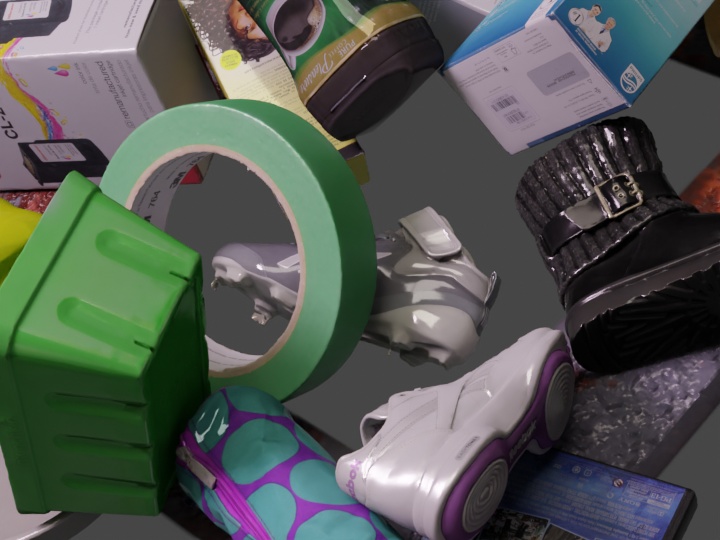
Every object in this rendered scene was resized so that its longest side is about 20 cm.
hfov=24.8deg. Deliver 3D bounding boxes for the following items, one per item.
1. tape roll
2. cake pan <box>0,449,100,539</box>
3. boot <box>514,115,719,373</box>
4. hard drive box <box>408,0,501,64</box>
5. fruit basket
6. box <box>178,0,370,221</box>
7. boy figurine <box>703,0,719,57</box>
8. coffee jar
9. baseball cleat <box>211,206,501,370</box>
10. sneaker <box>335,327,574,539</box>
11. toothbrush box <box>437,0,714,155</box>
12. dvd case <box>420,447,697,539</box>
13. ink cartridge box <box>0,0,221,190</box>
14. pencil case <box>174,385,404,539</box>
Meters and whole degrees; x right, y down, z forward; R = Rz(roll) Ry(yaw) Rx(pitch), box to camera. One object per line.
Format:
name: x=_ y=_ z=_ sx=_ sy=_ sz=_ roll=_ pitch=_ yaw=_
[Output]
tape roll: x=-0.085 y=-0.009 z=1.063 sx=0.199 sy=0.203 sz=0.048 roll=11 pitch=13 yaw=29
cake pan: x=-0.232 y=0.115 z=1.108 sx=0.198 sy=0.037 sz=0.201 roll=-11 pitch=45 yaw=11
boot: x=0.209 y=-0.035 z=1.051 sx=0.209 sy=0.080 sz=0.159 roll=-16 pitch=45 yaw=7
hard drive box: x=0.054 y=-0.254 z=1.265 sx=0.199 sy=0.077 sz=0.157 roll=25 pitch=57 yaw=6
fruit basket: x=-0.196 y=0.036 z=0.994 sx=0.214 sy=0.217 sz=0.156 roll=4 pitch=50 yaw=24
box: x=-0.068 y=-0.141 z=1.227 sx=0.075 sy=0.050 sz=0.201 roll=-27 pitch=68 yaw=-5
boy figurine: x=0.296 y=-0.184 z=1.170 sx=0.124 sy=0.065 sz=0.200 roll=-36 pitch=46 yaw=-14
coffee jar: x=-0.031 y=-0.195 z=1.154 sx=0.085 sy=0.104 sz=0.201 roll=-25 pitch=79 yaw=-50
baseball cleat: x=0.000 y=0.000 z=1.102 sx=0.198 sy=0.070 sz=0.107 roll=20 pitch=71 yaw=22
sneaker: x=0.060 y=0.081 z=0.954 sx=0.099 sy=0.076 sz=0.200 roll=13 pitch=29 yaw=28
toothbrush box: x=0.169 y=-0.188 z=1.130 sx=0.200 sy=0.085 sz=0.146 roll=-51 pitch=15 yaw=-26
dvd case: x=0.090 y=0.188 z=0.931 sx=0.142 sy=0.018 sz=0.201 roll=14 pitch=54 yaw=30
ink cartridge box: x=-0.224 y=-0.139 z=1.267 sx=0.198 sy=0.146 sz=0.083 roll=-1 pitch=50 yaw=20
pencil case: x=-0.038 y=0.149 z=0.951 sx=0.092 sy=0.086 sz=0.200 roll=6 pitch=21 yaw=-34
